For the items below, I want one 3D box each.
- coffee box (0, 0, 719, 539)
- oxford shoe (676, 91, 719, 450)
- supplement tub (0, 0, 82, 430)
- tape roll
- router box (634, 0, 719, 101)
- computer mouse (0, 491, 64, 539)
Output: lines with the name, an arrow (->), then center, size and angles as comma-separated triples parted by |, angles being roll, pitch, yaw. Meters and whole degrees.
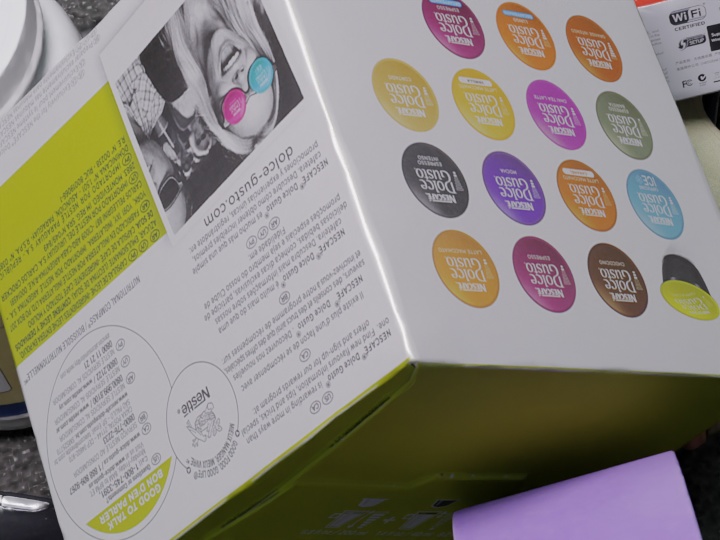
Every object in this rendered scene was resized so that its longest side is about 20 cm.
coffee box -> 0.000, 0.000, 1.118 | 0.200, 0.199, 0.199 | -38, 60, 38
oxford shoe -> 0.138, -0.017, 1.243 | 0.073, 0.071, 0.201 | -11, 54, 4
supplement tub -> -0.170, -0.040, 1.258 | 0.144, 0.200, 0.145 | -7, 55, 10
tape roll -> 0.098, 0.171, 1.042 | 0.085, 0.200, 0.201 | -16, 54, 5
router box -> 0.133, -0.137, 1.296 | 0.199, 0.049, 0.180 | -14, 30, 4
computer mouse -> -0.168, 0.096, 1.207 | 0.199, 0.141, 0.046 | 4, 44, 17
